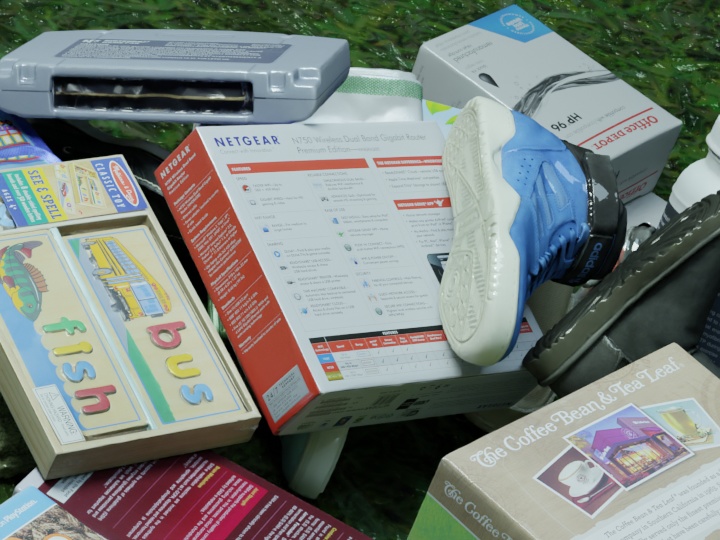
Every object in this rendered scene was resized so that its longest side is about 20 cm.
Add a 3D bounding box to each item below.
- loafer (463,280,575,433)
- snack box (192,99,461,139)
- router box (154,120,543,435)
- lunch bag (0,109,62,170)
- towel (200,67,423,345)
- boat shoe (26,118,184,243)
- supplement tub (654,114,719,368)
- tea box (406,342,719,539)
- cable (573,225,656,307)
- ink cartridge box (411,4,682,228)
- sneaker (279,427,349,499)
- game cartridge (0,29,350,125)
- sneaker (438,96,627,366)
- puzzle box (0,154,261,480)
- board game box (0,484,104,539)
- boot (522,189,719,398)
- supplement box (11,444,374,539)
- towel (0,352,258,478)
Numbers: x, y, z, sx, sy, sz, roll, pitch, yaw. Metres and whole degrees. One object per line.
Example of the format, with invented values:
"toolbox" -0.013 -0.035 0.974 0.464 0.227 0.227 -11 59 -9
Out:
"loafer" 0.099 0.008 1.775 0.076 0.068 0.200 14 60 -16
"snack box" -0.012 -0.067 1.876 0.200 0.053 0.142 14 38 -9
"router box" 0.000 0.000 1.655 0.200 0.049 0.180 -4 60 -44
"lunch bag" -0.246 -0.027 1.664 0.150 0.094 0.200 -12 41 -37
"towel" -0.025 -0.042 1.787 0.149 0.031 0.200 3 63 -13
"boat shoe" -0.160 -0.048 1.752 0.199 0.075 0.066 29 64 30
"supplement tub" 0.239 0.018 1.741 0.140 0.200 0.140 19 16 -6
"tea box" 0.121 0.174 1.506 0.134 0.197 0.200 40 41 26
"cable" 0.181 -0.011 1.865 0.050 0.097 0.200 18 31 13
"ink cartridge box" 0.140 -0.094 1.974 0.200 0.068 0.116 38 39 22
"sneaker" -0.043 0.048 1.687 0.082 0.074 0.200 11 46 -7
"game cartridge" -0.112 -0.120 1.731 0.200 0.041 0.133 3 19 10
"sneaker" 0.108 -0.012 1.663 0.111 0.077 0.200 20 38 -18
"puzzle box" -0.154 0.022 1.587 0.133 0.025 0.200 -9 55 -34
"board game box" -0.148 0.226 1.394 0.200 0.097 0.159 34 38 18
"boot" 0.216 0.074 1.649 0.200 0.182 0.073 46 15 -4
"supplement box" -0.084 0.159 1.542 0.200 0.061 0.109 28 36 13
"towel" -0.170 0.051 1.664 0.200 0.037 0.148 -8 45 -34
